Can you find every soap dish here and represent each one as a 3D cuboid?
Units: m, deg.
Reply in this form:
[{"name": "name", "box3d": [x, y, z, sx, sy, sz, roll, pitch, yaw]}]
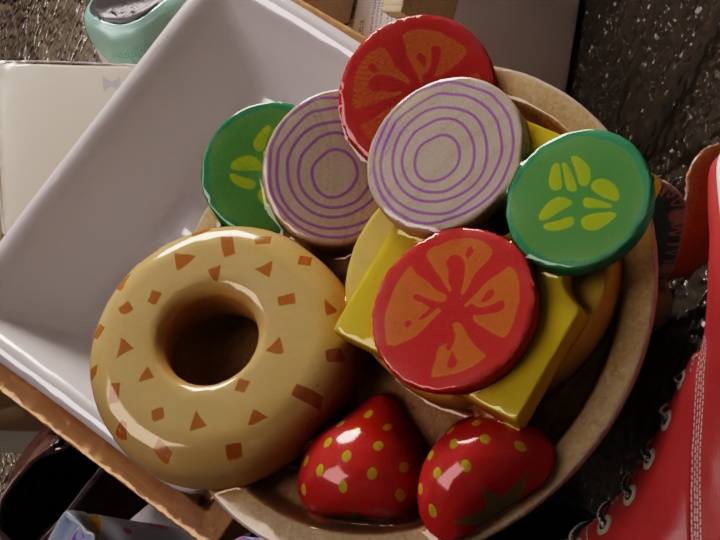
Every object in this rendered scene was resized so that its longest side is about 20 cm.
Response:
[{"name": "soap dish", "box3d": [-0.050, -0.006, 0.984, 0.157, 0.081, 0.201, 32, 82, 27]}]

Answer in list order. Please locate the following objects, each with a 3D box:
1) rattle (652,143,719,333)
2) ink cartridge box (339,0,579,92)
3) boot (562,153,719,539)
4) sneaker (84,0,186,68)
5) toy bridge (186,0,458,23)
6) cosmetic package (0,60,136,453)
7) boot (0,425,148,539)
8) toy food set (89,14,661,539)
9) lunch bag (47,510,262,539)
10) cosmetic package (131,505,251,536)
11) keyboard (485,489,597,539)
[{"name": "rattle", "box3d": [0.086, 0.065, 0.930, 0.199, 0.130, 0.144, -30, 61, 20]}, {"name": "ink cartridge box", "box3d": [0.012, -0.130, 1.109, 0.200, 0.084, 0.146, 1, 80, 59]}, {"name": "boot", "box3d": [0.108, 0.061, 0.852, 0.144, 0.072, 0.202, -20, 64, 38]}, {"name": "sneaker", "box3d": [-0.077, -0.107, 1.267, 0.077, 0.141, 0.200, -5, 28, 22]}, {"name": "toy bridge", "box3d": [-0.012, -0.140, 1.042, 0.200, 0.027, 0.068, 12, 88, 59]}, {"name": "cosmetic package", "box3d": [-0.150, -0.002, 1.197, 0.201, 0.070, 0.106, 108, 159, -53]}, {"name": "boot", "box3d": [-0.082, 0.054, 1.109, 0.200, 0.072, 0.166, -45, 0, -4]}, {"name": "toy food set", "box3d": [0.011, 0.006, 0.874, 0.199, 0.049, 0.199, 24, 78, 33]}, {"name": "lunch bag", "box3d": [-0.083, 0.216, 1.063, 0.200, 0.169, 0.128, -54, 40, 30]}, {"name": "cosmetic package", "box3d": [-0.127, 0.144, 1.284, 0.201, 0.051, 0.151, -62, 35, 25]}, {"name": "keyboard", "box3d": [0.055, 0.176, 0.942, 0.104, 0.040, 0.201, 39, 117, 15]}]
